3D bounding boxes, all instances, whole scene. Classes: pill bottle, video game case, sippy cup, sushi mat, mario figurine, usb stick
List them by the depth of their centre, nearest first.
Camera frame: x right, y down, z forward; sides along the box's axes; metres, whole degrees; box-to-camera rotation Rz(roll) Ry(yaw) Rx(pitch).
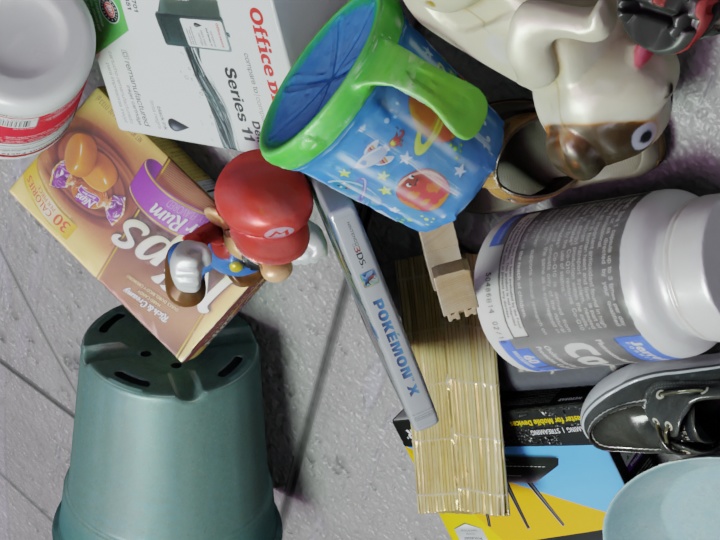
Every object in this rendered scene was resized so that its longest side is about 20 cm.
[{"bbox_3d":[0.022,-0.098,1.588,0.130,0.178,0.140,35,107,-19],"label":"sippy cup"},{"bbox_3d":[0.183,0.006,1.589,0.199,0.114,0.114,-9,116,47],"label":"pill bottle"},{"bbox_3d":[0.142,0.060,1.734,0.199,0.033,0.056,-7,98,46],"label":"usb stick"},{"bbox_3d":[0.000,0.000,1.735,0.200,0.022,0.183,-116,4,-66],"label":"video game case"},{"bbox_3d":[-0.083,-0.010,1.737,0.106,0.124,0.200,34,158,-7],"label":"mario figurine"},{"bbox_3d":[0.070,0.086,1.777,0.095,0.012,0.202,-2,94,48],"label":"sushi mat"},{"bbox_3d":[-0.265,-0.150,1.793,0.112,0.112,0.200,48,163,0],"label":"pill bottle"}]

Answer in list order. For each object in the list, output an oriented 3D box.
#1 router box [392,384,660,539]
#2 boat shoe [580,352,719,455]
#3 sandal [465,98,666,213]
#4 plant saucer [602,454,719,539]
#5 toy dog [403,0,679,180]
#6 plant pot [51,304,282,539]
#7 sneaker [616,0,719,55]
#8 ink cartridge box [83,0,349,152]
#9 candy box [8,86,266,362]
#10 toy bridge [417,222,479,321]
[{"bbox_3d":[0.137,0.157,1.808,0.199,0.051,0.150,-9,115,45],"label":"router box"},{"bbox_3d":[0.233,0.097,1.630,0.199,0.057,0.069,-17,123,36],"label":"boat shoe"},{"bbox_3d":[0.122,-0.074,1.626,0.199,0.055,0.082,-4,119,46],"label":"sandal"},{"bbox_3d":[0.275,0.192,1.691,0.200,0.039,0.202,12,135,12],"label":"plant saucer"},{"bbox_3d":[0.117,-0.153,1.500,0.200,0.140,0.194,46,138,-3],"label":"toy dog"},{"bbox_3d":[-0.160,0.142,1.982,0.199,0.200,0.197,24,127,27],"label":"plant pot"},{"bbox_3d":[0.216,-0.228,1.399,0.071,0.098,0.202,29,116,40],"label":"sneaker"},{"bbox_3d":[-0.100,-0.170,1.734,0.199,0.083,0.147,11,129,36],"label":"ink cartridge box"},{"bbox_3d":[-0.170,-0.038,1.888,0.200,0.056,0.117,45,102,6],"label":"candy box"},{"bbox_3d":[0.056,-0.016,1.663,0.200,0.027,0.068,-106,0,-62],"label":"toy bridge"}]
